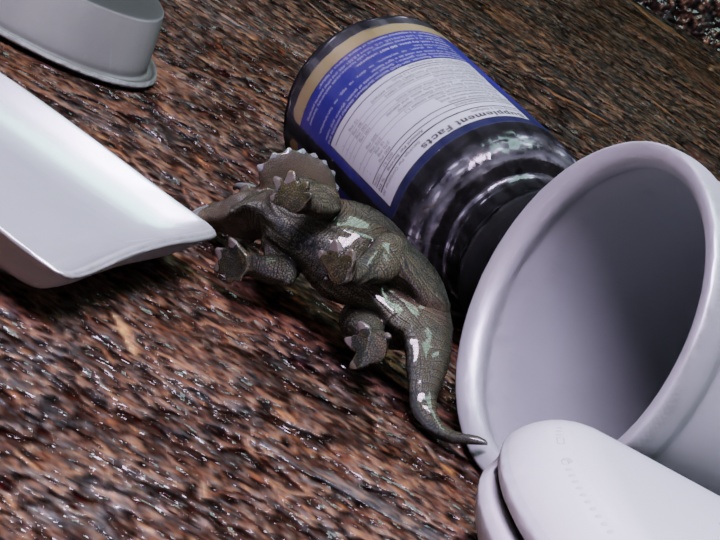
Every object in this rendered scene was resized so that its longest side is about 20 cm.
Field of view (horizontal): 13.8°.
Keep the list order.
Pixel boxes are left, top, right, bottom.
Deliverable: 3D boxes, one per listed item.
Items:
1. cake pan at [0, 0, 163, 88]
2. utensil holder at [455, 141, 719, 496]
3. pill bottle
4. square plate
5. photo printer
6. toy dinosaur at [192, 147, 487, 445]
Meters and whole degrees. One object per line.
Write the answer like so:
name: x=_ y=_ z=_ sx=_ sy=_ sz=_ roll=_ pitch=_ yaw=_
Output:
cake pan: x=-0.190 y=-0.169 z=1.626 sx=0.200 sy=0.037 sz=0.200 roll=31 pitch=14 yaw=-8
utensil holder: x=0.171 y=0.058 z=1.368 sx=0.200 sy=0.170 sz=0.170 roll=28 pitch=14 yaw=-31
pill bottle: x=0.049 y=-0.044 z=1.562 sx=0.112 sy=0.112 sz=0.200 roll=21 pitch=18 yaw=-40
square plate: x=-0.174 y=-0.054 z=1.271 sx=0.200 sy=0.028 sz=0.198 roll=35 pitch=14 yaw=9
photo printer: x=0.138 y=0.139 z=1.197 sx=0.200 sy=0.070 sz=0.166 roll=29 pitch=14 yaw=-16
toy dinosaur: x=0.000 y=0.000 z=1.372 sx=0.200 sy=0.077 sz=0.102 roll=35 pitch=20 yaw=21
